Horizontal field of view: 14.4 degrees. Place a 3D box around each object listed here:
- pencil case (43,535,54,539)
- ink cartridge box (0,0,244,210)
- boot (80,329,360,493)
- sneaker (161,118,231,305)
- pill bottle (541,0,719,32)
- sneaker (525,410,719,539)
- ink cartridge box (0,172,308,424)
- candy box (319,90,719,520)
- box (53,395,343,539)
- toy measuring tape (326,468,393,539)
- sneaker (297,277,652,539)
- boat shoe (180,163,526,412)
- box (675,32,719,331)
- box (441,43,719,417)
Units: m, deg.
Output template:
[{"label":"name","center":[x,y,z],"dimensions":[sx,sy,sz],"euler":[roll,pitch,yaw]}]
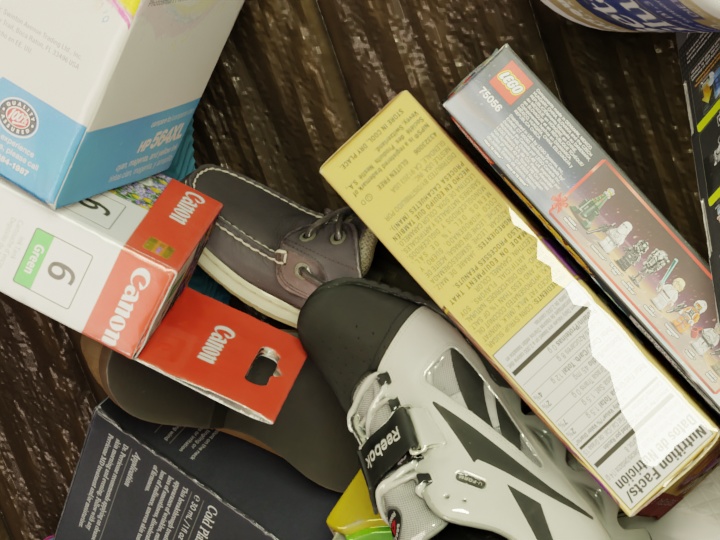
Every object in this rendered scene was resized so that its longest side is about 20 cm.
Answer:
[{"label":"pencil case","center":[-0.121,0.231,1.608],"dimensions":[0.200,0.088,0.089],"euler":[38,137,5]},{"label":"ink cartridge box","center":[-0.119,-0.152,1.242],"dimensions":[0.128,0.125,0.201],"euler":[32,109,14]},{"label":"boot","center":[-0.043,0.056,1.387],"dimensions":[0.199,0.074,0.075],"euler":[19,180,-25]},{"label":"sneaker","center":[-0.125,-0.055,1.395],"dimensions":[0.080,0.076,0.201],"euler":[12,126,34]},{"label":"pill bottle","center":[0.115,-0.144,1.068],"dimensions":[0.111,0.111,0.200],"euler":[59,166,-14]},{"label":"sneaker","center":[0.163,0.106,1.307],"dimensions":[0.199,0.072,0.072],"euler":[16,172,18]},{"label":"ink cartridge box","center":[-0.110,-0.011,1.279],"dimensions":[0.199,0.109,0.051],"euler":[27,109,0]},{"label":"candy box","center":[0.076,0.018,1.240],"dimensions":[0.056,0.117,0.200],"euler":[-42,79,4]},{"label":"box","center":[-0.058,0.155,1.480],"dimensions":[0.182,0.104,0.201],"euler":[36,137,12]},{"label":"toy measuring tape","center":[0.019,0.132,1.339],"dimensions":[0.073,0.200,0.074],"euler":[30,159,13]},{"label":"sneaker","center":[0.033,0.084,1.266],"dimensions":[0.200,0.088,0.074],"euler":[42,139,19]},{"label":"boat shoe","center":[0.000,0.000,1.347],"dimensions":[0.199,0.072,0.065],"euler":[34,126,14]},{"label":"box","center":[0.190,-0.090,1.064],"dimensions":[0.044,0.161,0.200],"euler":[11,142,-21]},{"label":"box","center":[0.113,-0.009,1.206],"dimensions":[0.040,0.137,0.200],"euler":[-42,91,3]}]
